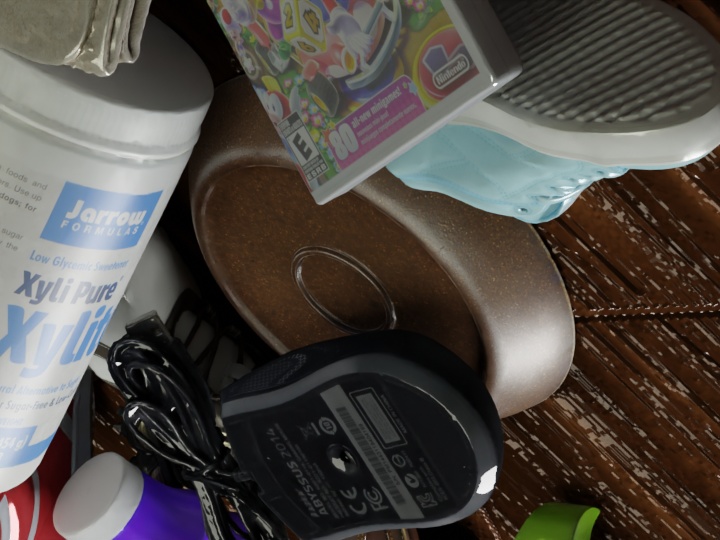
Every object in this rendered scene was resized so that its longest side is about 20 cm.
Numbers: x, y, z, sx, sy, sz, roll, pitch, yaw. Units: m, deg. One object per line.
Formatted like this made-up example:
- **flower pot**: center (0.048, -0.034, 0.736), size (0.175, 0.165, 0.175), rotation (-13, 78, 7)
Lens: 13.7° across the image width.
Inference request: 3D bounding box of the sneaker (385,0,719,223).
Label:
- **sneaker**: center (0.075, -0.056, 1.130), size (0.199, 0.074, 0.082), rotation (14, 147, 50)

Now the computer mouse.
- **computer mouse**: center (-0.010, 0.066, 1.310), size (0.199, 0.053, 0.139), rotation (-11, 115, 44)

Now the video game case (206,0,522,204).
- **video game case**: center (-0.027, -0.135, 1.114), size (0.201, 0.018, 0.143), rotation (62, 148, 2)

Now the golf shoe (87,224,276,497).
- **golf shoe**: center (-0.077, 0.038, 1.406), size (0.094, 0.078, 0.200), rotation (14, 151, 26)

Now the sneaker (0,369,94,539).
- **sneaker**: center (-0.180, 0.055, 1.418), size (0.071, 0.112, 0.202), rotation (-1, 98, 28)

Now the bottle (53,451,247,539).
- **bottle**: center (-0.066, 0.162, 1.460), size (0.200, 0.084, 0.065), rotation (42, 177, -31)

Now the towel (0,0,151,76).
- **towel**: center (-0.145, -0.163, 1.160), size (0.199, 0.034, 0.133), rotation (27, 109, 34)

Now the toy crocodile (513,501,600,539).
- **toy crocodile**: center (0.132, 0.189, 1.395), size (0.067, 0.062, 0.200), rotation (-9, 130, 50)

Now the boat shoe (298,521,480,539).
- **boat shoe**: center (0.026, 0.146, 1.434), size (0.070, 0.071, 0.200), rotation (-21, 132, 9)

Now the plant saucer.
- **plant saucer**: center (0.000, 0.000, 1.308), size (0.199, 0.035, 0.201), rotation (26, 145, 20)

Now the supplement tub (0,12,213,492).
- **supplement tub**: center (-0.159, -0.018, 1.272), size (0.132, 0.132, 0.201), rotation (32, 113, 10)
